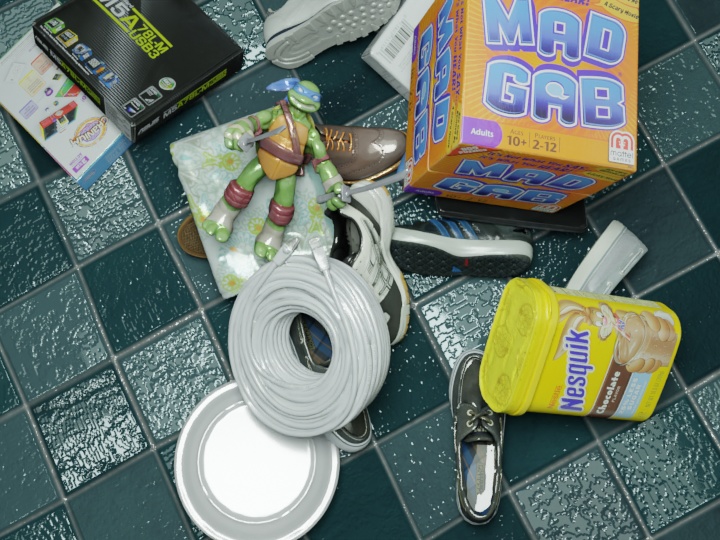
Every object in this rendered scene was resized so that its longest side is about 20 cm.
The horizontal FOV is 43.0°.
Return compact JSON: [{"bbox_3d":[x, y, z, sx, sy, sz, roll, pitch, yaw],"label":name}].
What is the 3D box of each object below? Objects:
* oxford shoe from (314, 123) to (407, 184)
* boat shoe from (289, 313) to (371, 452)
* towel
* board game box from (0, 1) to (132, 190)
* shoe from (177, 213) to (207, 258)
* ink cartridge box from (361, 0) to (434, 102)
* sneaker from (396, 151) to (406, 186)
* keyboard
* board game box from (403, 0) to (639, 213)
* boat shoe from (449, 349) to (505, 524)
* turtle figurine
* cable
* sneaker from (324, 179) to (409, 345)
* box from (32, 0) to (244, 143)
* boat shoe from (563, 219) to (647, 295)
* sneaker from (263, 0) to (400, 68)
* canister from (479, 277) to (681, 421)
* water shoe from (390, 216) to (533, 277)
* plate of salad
[{"bbox_3d":[-0.031,-0.150,1.155,0.195,0.073,0.073,-8,77,0],"label":"oxford shoe"},{"bbox_3d":[-0.040,0.119,1.098,0.068,0.057,0.203,-19,75,-30],"label":"boat shoe"},{"bbox_3d":[-0.121,-0.083,1.105,0.168,0.048,0.204,-18,100,1],"label":"towel"},{"bbox_3d":[-0.379,-0.230,1.202,0.200,0.040,0.153,44,83,10],"label":"board game box"},{"bbox_3d":[-0.136,-0.069,1.159,0.196,0.053,0.071,-19,101,2],"label":"shoe"},{"bbox_3d":[0.125,-0.301,1.197,0.173,0.043,0.202,39,81,-16],"label":"ink cartridge box"},{"bbox_3d":[0.097,-0.195,1.138,0.078,0.066,0.201,43,78,-14],"label":"sneaker"},{"bbox_3d":[0.185,-0.107,1.143,0.195,0.021,0.130,7,58,-6],"label":"keyboard"},{"bbox_3d":[0.172,-0.195,1.018,0.195,0.200,0.205,6,80,-13],"label":"board game box"},{"bbox_3d":[0.141,0.194,1.078,0.067,0.057,0.205,-1,79,2],"label":"boat shoe"},{"bbox_3d":[-0.089,-0.097,0.994,0.201,0.142,0.196,49,122,32],"label":"turtle figurine"},{"bbox_3d":[-0.061,0.083,1.037,0.199,0.069,0.202,-36,81,27],"label":"cable"},{"bbox_3d":[0.000,0.000,1.086,0.087,0.075,0.205,-25,109,-42],"label":"sneaker"},{"bbox_3d":[-0.284,-0.289,1.177,0.200,0.048,0.193,44,64,10],"label":"box"},{"bbox_3d":[0.280,0.036,1.106,0.071,0.070,0.202,34,80,10],"label":"boat shoe"},{"bbox_3d":[-0.042,-0.337,1.173,0.196,0.076,0.082,-17,60,20],"label":"sneaker"},{"bbox_3d":[0.250,0.094,1.037,0.195,0.087,0.152,8,110,-21],"label":"canister"},{"bbox_3d":[0.116,-0.040,1.140,0.195,0.072,0.080,7,56,0],"label":"water shoe"},{"bbox_3d":[-0.122,0.228,1.089,0.195,0.048,0.205,2,71,-4],"label":"plate of salad"}]
